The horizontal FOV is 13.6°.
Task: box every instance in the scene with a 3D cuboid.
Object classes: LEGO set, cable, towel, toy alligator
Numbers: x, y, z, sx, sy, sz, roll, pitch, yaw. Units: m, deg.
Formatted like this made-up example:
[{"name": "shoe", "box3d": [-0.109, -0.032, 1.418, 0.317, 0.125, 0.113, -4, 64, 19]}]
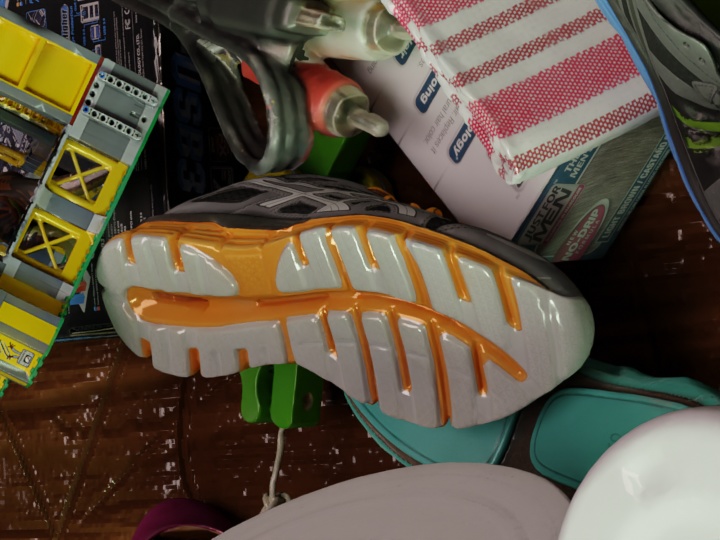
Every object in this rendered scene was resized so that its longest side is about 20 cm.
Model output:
[{"name": "LEGO set", "box3d": [-0.160, -0.032, 1.160, 0.154, 0.116, 0.200, -64, 8, -3]}, {"name": "cable", "box3d": [-0.046, -0.093, 1.146, 0.200, 0.050, 0.098, 23, 103, 56]}, {"name": "towel", "box3d": [0.066, -0.128, 1.049, 0.200, 0.146, 0.030, 57, 166, 30]}, {"name": "toy alligator", "box3d": [-0.033, 0.017, 1.197, 0.054, 0.059, 0.201, 22, 106, 44]}]

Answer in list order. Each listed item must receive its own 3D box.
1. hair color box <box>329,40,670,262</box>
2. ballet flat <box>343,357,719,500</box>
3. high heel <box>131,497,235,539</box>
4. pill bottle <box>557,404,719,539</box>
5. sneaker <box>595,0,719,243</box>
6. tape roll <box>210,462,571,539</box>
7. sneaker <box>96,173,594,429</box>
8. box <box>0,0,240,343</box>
[{"name": "hair color box", "box3d": [0.039, -0.105, 1.117, 0.200, 0.060, 0.100, 53, 128, 32]}, {"name": "ballet flat", "box3d": [0.074, 0.060, 1.075, 0.200, 0.070, 0.068, 18, 83, 47]}, {"name": "high heel", "box3d": [-0.063, 0.114, 1.173, 0.200, 0.067, 0.097, -118, 20, -63]}, {"name": "pill bottle", "box3d": [0.161, 0.092, 0.889, 0.114, 0.199, 0.115, 1, 91, 46]}, {"name": "sneaker", "box3d": [0.133, -0.058, 0.955, 0.200, 0.071, 0.083, 56, 170, -14]}, {"name": "tape roll", "box3d": [0.004, 0.173, 0.947, 0.202, 0.203, 0.140, -3, 121, 47]}, {"name": "sneaker", "box3d": [0.000, 0.000, 1.079, 0.199, 0.077, 0.079, 10, 122, 34]}, {"name": "box", "box3d": [-0.134, -0.068, 1.312, 0.198, 0.050, 0.201, -7, 86, 47]}]
